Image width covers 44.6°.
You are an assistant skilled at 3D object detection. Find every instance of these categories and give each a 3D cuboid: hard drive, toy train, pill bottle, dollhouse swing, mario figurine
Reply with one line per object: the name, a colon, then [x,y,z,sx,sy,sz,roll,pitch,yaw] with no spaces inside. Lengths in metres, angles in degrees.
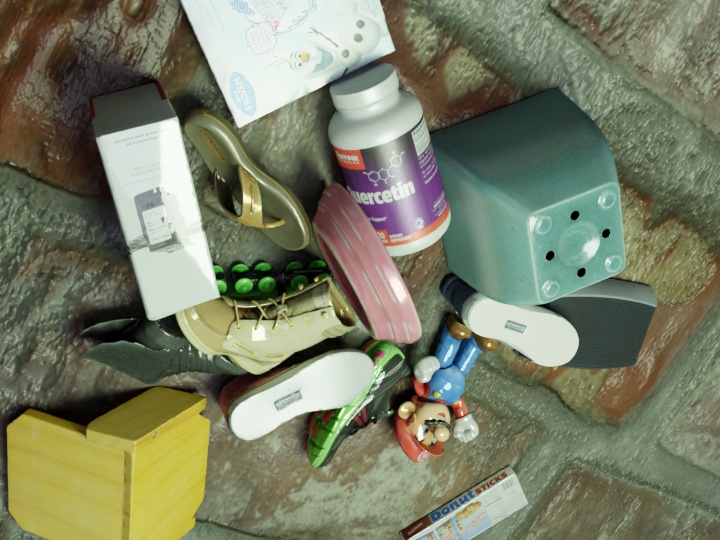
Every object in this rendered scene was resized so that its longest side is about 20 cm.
hard drive: [0.326,0.079,1.250,0.196,0.042,0.138,5,113,-22]
toy train: [-0.127,0.023,1.066,0.195,0.042,0.057,-4,127,-17]
pill bottle: [0.030,-0.126,1.005,0.111,0.113,0.203,-24,120,-6]
dollhouse swing: [-0.316,0.245,1.109,0.181,0.173,0.204,-29,133,-54]
mario figurine: [0.119,0.172,1.182,0.121,0.106,0.203,26,99,4]

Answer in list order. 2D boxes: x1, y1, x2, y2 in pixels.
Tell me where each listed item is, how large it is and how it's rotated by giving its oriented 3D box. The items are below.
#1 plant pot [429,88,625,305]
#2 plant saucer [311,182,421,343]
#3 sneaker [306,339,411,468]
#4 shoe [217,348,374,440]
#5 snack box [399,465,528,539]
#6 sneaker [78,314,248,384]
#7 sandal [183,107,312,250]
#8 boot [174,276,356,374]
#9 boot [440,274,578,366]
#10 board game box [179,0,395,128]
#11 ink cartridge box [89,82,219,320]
plant pot: [0.213,-0.072,1.046,0.193,0.200,0.199,-20,120,-9]
plant saucer: [0.000,0.000,1.003,0.050,0.201,0.203,-29,121,-7]
sneaker: [-0.002,0.189,1.169,0.083,0.077,0.201,32,102,-25]
shoe: [-0.084,0.143,1.111,0.197,0.091,0.073,-22,109,-17]
snack box: [0.160,0.380,1.348,0.197,0.024,0.073,-30,122,-4]
sneaker: [-0.228,0.098,1.054,0.103,0.061,0.199,-34,140,23]
sandal: [-0.133,-0.091,0.979,0.201,0.079,0.054,51,52,-27]
boot: [-0.105,0.049,1.005,0.153,0.074,0.200,-23,147,19]
boot: [0.201,0.060,1.172,0.198,0.090,0.074,25,103,-30]
board game box: [-0.085,-0.286,0.927,0.196,0.043,0.203,-27,121,-6]
ink cartridge box: [-0.217,-0.075,0.923,0.082,0.145,0.204,-16,119,-13]
